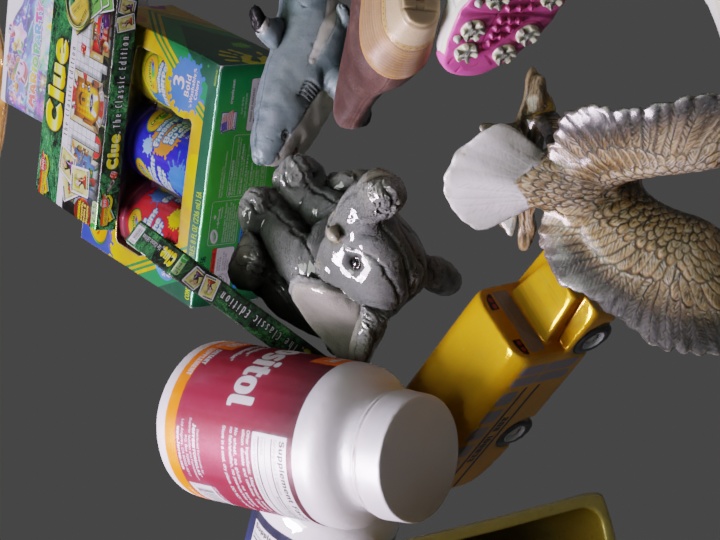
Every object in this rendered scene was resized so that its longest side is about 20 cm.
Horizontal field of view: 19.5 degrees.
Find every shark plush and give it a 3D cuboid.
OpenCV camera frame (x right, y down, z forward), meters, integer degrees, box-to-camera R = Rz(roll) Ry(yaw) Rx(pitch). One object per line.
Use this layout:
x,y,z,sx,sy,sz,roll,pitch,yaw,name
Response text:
-0.045,-0.179,1.541,0.091,0.083,0.202,23,113,50,shark plush

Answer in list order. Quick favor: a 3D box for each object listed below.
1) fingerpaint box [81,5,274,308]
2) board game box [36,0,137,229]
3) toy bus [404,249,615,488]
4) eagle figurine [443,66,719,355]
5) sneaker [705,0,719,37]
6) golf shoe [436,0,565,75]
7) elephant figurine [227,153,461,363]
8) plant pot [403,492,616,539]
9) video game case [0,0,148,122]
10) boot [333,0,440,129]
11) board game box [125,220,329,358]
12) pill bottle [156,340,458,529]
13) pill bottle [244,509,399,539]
-0.145,-0.094,1.686,0.166,0.073,0.202,30,118,44,fingerpaint box
-0.220,-0.144,1.686,0.105,0.023,0.202,31,119,51,board game box
0.091,0.068,1.428,0.065,0.078,0.200,58,135,25,toy bus
0.167,-0.052,1.273,0.199,0.152,0.151,28,81,39,eagle figurine
0.259,-0.132,1.213,0.200,0.070,0.094,57,152,24,sneaker
0.102,-0.221,1.381,0.201,0.075,0.092,-59,41,32,golf shoe
0.000,0.000,1.474,0.200,0.154,0.143,23,93,55,elephant figurine
0.055,0.272,1.433,0.200,0.193,0.197,-18,83,59,plant pot
-0.254,-0.191,1.843,0.199,0.018,0.144,28,118,45,video game case
0.017,-0.216,1.470,0.166,0.072,0.202,135,144,-65,boot
-0.077,0.036,1.534,0.024,0.200,0.105,-53,27,0,board game box
-0.035,0.113,1.430,0.199,0.113,0.114,7,102,40,pill bottle
-0.032,0.206,1.575,0.111,0.110,0.201,37,123,40,pill bottle
